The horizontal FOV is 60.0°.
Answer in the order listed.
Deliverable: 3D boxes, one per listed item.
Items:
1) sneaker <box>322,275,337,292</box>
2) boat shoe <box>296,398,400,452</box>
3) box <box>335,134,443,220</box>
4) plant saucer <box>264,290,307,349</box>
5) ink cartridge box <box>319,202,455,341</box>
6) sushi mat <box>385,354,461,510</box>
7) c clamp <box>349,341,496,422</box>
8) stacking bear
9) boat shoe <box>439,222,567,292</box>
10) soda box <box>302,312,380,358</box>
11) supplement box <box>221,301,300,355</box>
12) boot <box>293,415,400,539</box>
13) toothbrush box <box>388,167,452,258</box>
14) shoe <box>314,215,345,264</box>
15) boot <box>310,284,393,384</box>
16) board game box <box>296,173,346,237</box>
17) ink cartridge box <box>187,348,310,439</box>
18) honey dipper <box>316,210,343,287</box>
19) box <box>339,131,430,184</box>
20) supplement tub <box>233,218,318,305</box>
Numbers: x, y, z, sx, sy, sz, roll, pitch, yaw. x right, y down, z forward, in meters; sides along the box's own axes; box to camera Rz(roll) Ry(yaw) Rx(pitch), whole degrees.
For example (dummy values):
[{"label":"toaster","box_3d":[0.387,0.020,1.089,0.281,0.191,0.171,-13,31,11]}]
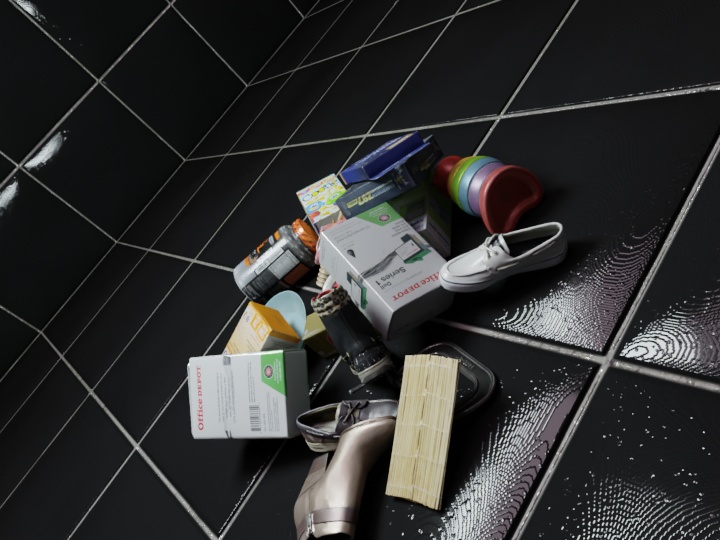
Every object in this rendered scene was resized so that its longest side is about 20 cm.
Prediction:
[{"label":"sneaker","box_3d":[0.000,0.000,1.264,0.085,0.077,0.200,7,57,30]},{"label":"boat shoe","box_3d":[-0.018,0.237,0.981,0.200,0.065,0.072,-19,36,33]},{"label":"box","box_3d":[0.059,-0.176,1.173,0.158,0.051,0.200,-26,14,30]},{"label":"plant saucer","box_3d":[-0.159,0.142,1.269,0.201,0.039,0.201,-29,49,40]},{"label":"ink cartridge box","box_3d":[0.046,-0.002,1.041,0.146,0.084,0.200,-28,58,-26]},{"label":"sushi mat","box_3d":[0.086,0.216,0.856,0.096,0.012,0.200,-1,76,47]},{"label":"c clamp","box_3d":[0.100,0.175,0.932,0.171,0.027,0.200,-35,28,-18]},{"label":"stacking bear","box_3d":[0.205,-0.153,1.119,0.121,0.114,0.200,-48,34,-4]},{"label":"boat shoe","box_3d":[0.214,-0.024,0.950,0.200,0.066,0.072,-13,47,10]},{"label":"soda box","box_3d":[-0.009,0.088,1.150,0.200,0.068,0.064,-28,34,27]},{"label":"supplement box","box_3d":[-0.212,0.180,1.219,0.200,0.073,0.126,-62,36,8]},{"label":"boot","box_3d":[-0.017,0.311,0.890,0.200,0.070,0.146,-41,27,27]},{"label":"toothbrush box","box_3d":[0.097,-0.093,1.222,0.146,0.086,0.200,-25,37,31]},{"label":"shoe","box_3d":[-0.032,-0.086,1.235,0.072,0.091,0.200,110,172,-55]},{"label":"boot","box_3d":[-0.016,0.095,1.015,0.073,0.154,0.204,-32,3,-4]},{"label":"board game box","box_3d":[-0.062,-0.125,1.414,0.103,0.105,0.200,-27,30,-2]},{"label":"ink cartridge box","box_3d":[-0.196,0.216,1.096,0.200,0.084,0.146,-7,84,24]},{"label":"honey dipper","box_3d":[-0.055,-0.060,1.311,0.038,0.038,0.200,-135,54,-60]},{"label":"box","box_3d":[0.040,-0.203,1.136,0.121,0.032,0.200,-35,14,-11]},{"label":"supplement tub","box_3d":[-0.185,-0.019,1.442,0.200,0.123,0.123,-40,31,8]}]
